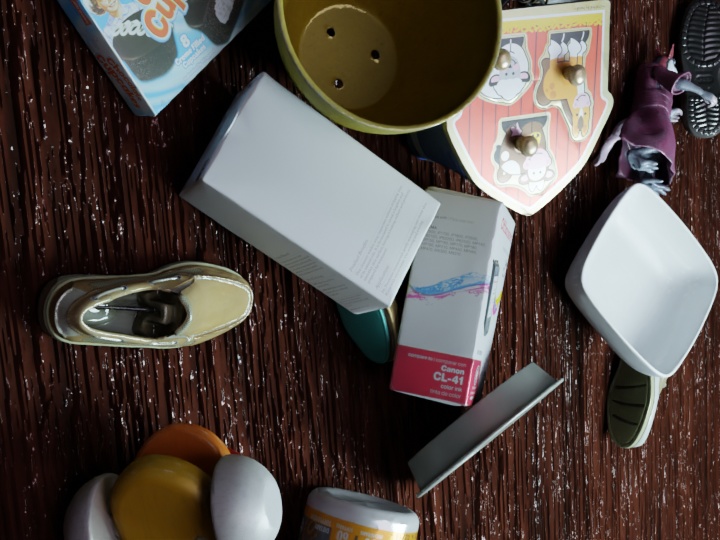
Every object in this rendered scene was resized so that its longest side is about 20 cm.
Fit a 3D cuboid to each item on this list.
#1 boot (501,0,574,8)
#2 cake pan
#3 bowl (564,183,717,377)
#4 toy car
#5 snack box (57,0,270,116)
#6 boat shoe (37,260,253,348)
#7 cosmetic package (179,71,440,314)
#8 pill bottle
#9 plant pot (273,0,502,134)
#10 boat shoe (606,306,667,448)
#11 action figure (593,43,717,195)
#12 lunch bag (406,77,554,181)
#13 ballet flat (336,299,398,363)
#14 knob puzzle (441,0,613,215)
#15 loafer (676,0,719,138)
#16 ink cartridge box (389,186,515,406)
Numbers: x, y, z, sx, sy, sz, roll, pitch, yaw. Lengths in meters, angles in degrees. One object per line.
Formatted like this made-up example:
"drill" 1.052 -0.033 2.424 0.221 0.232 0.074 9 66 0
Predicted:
"boot" 0.195 -0.305 1.163 0.201 0.072 0.152 -57 131 -30
"cake pan" 0.128 0.165 1.096 0.199 0.201 0.037 -28 74 -40
"bowl" 0.354 0.017 1.333 0.200 0.074 0.201 45 62 -14
"toy car" -0.135 0.222 0.860 0.150 0.171 0.204 -70 149 -67
"snack box" -0.144 -0.236 0.848 0.201 0.037 0.117 -52 128 -27
"boat shoe" -0.158 0.035 0.844 0.198 0.075 0.073 -8 101 -45
"cosmetic package" -0.043 -0.062 0.896 0.199 0.081 0.114 35 70 -15
"pill bottle" -0.017 0.322 1.001 0.115 0.115 0.204 18 83 -45
"plant pot" 0.006 -0.208 0.911 0.196 0.142 0.205 2 84 -18
"boat shoe" 0.390 0.143 1.417 0.068 0.074 0.204 12 87 -39
"action figure" 0.378 -0.208 1.366 0.146 0.134 0.204 10 72 -3
"lunch bag" 0.141 -0.187 1.064 0.197 0.132 0.138 -19 115 -21
"ballet flat" 0.000 0.000 1.008 0.063 0.068 0.202 -50 128 -34
"knob puzzle" 0.169 -0.149 0.997 0.216 0.030 0.224 -10 112 -25
"loafer" 0.474 -0.282 1.460 0.071 0.071 0.204 93 3 -83
"ink cartridge box" 0.097 0.031 1.058 0.147 0.084 0.204 24 78 -76
